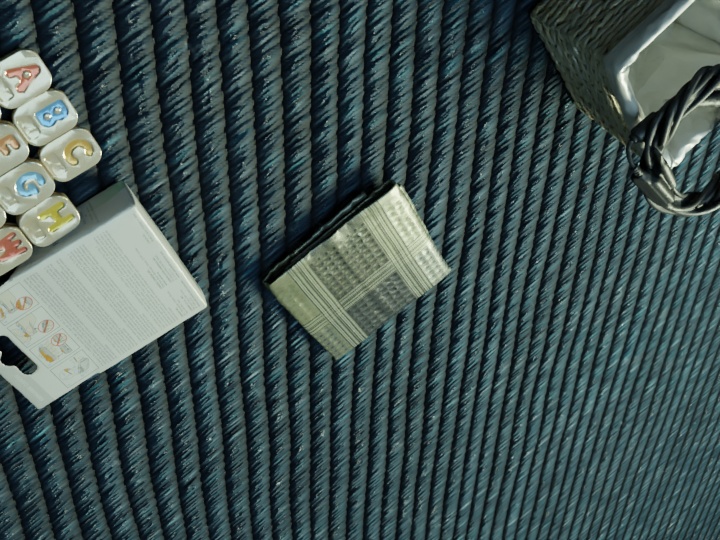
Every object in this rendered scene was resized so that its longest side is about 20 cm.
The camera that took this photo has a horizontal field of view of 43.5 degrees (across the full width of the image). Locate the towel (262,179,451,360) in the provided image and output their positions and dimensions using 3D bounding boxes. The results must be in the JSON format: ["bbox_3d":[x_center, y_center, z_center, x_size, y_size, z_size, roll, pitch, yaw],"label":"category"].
[{"bbox_3d":[0.000,0.000,1.070,0.192,0.035,0.200,-38,140,-1],"label":"towel"}]

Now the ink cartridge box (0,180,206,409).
[{"bbox_3d":[-0.271,0.028,0.877,0.200,0.050,0.161,-31,137,-5],"label":"ink cartridge box"}]

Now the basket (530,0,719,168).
[{"bbox_3d":[0.327,-0.257,1.003,0.200,0.161,0.198,-45,138,1],"label":"basket"}]

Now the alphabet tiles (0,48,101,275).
[{"bbox_3d":[-0.324,-0.086,0.747,0.195,0.015,0.200,-34,131,-9],"label":"alphabet tiles"}]

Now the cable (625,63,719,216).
[{"bbox_3d":[0.371,-0.138,0.988,0.200,0.051,0.163,29,99,-43],"label":"cable"}]
